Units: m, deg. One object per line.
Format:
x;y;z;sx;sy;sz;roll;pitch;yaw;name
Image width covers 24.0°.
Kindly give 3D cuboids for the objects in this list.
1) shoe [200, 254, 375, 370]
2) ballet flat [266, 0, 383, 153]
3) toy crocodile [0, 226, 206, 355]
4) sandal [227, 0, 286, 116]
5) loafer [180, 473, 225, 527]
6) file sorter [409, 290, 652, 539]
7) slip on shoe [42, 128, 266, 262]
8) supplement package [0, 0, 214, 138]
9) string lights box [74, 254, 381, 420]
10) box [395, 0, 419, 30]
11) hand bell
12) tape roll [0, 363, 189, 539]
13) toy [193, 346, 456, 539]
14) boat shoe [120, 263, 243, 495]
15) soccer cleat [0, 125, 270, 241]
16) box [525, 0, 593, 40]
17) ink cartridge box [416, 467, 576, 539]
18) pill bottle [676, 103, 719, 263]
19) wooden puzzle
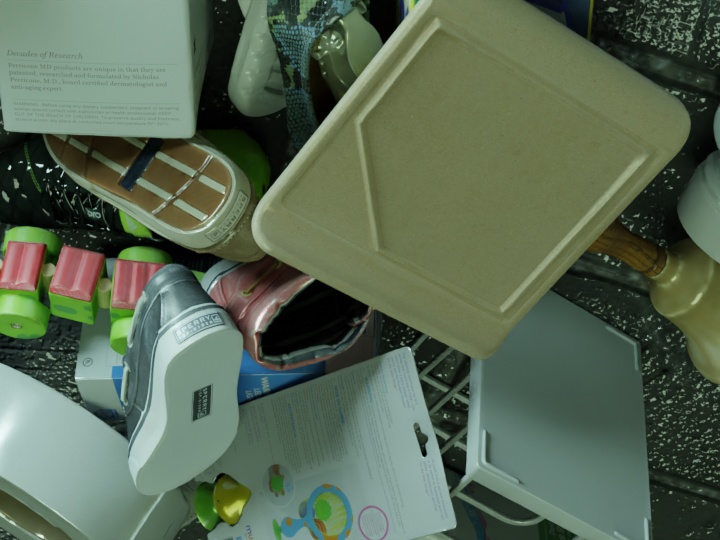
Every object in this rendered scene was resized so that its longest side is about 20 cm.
0.000;0.000;1.076;0.200;0.091;0.072;-26;118;-18;shoe
-0.011;-0.111;1.019;0.074;0.074;0.200;-7;150;8;ballet flat
-0.178;0.010;1.100;0.199;0.068;0.062;9;155;-4;toy crocodile
-0.043;-0.184;1.013;0.050;0.082;0.203;41;123;26;sandal
-0.115;0.135;1.254;0.070;0.070;0.200;24;125;-15;loafer
0.102;0.120;1.153;0.139;0.200;0.125;30;128;-19;file sorter
-0.126;-0.066;1.045;0.076;0.200;0.061;-55;140;-3;slip on shoe
-0.149;-0.191;0.974;0.117;0.117;0.200;2;129;2;supplement package
-0.087;0.044;1.156;0.199;0.103;0.059;-1;144;5;string lights box
0.046;-0.137;1.005;0.048;0.117;0.200;-4;128;-2;box
0.180;-0.008;1.082;0.200;0.104;0.104;25;126;-29;hand bell
-0.221;0.147;1.203;0.202;0.071;0.203;28;157;13;tape roll
-0.023;0.131;1.105;0.200;0.115;0.047;-21;169;32;toy
-0.121;0.070;1.068;0.072;0.068;0.200;-21;151;-22;boat shoe
-0.159;-0.053;1.104;0.199;0.081;0.068;-5;127;8;soccer cleat
0.104;-0.120;1.049;0.070;0.064;0.200;2;127;2;box
0.053;0.234;1.311;0.200;0.088;0.145;25;125;-18;ink cartridge box
0.281;-0.093;1.028;0.114;0.114;0.200;21;126;-12;pill bottle
0.062;-0.059;0.975;0.185;0.037;0.200;27;115;-25;wooden puzzle
